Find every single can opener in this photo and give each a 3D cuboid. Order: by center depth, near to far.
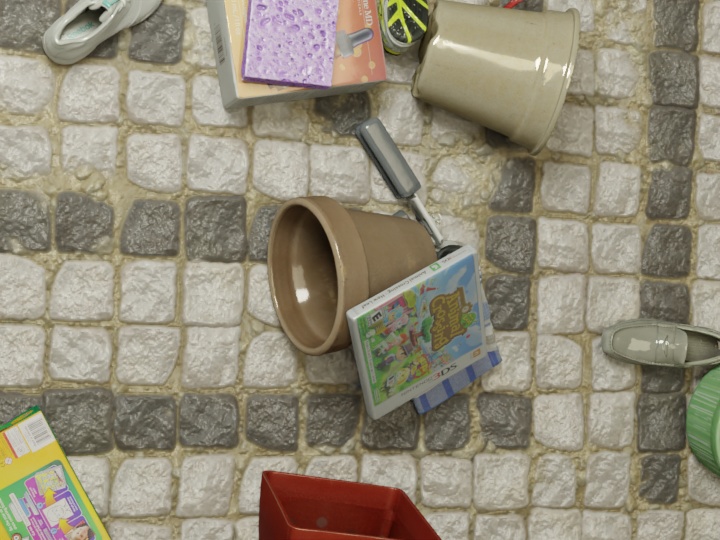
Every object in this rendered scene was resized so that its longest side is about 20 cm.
[{"bbox_3d":[0.050,-0.110,1.684,0.066,0.053,0.200,-30,98,-14],"label":"can opener"}]

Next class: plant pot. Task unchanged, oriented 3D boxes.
[{"bbox_3d":[-0.031,0.381,1.596,0.200,0.200,0.176,10,98,-16],"label":"plant pot"},{"bbox_3d":[0.000,0.000,1.608,0.174,0.200,0.200,-6,92,-30],"label":"plant pot"},{"bbox_3d":[0.170,-0.272,1.662,0.183,0.200,0.201,15,86,-5],"label":"plant pot"}]

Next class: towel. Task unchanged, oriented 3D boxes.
[{"bbox_3d":[0.116,0.097,1.659,0.147,0.024,0.200,-32,138,-13],"label":"towel"}]

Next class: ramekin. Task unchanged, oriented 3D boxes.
[{"bbox_3d":[0.568,0.219,1.806,0.200,0.098,0.200,-3,99,-20],"label":"ramekin"}]

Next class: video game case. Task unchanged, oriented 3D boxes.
[{"bbox_3d":[0.076,0.081,1.578,0.182,0.022,0.200,-29,138,-17],"label":"video game case"}]

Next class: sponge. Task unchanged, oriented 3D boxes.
[{"bbox_3d":[-0.082,-0.327,1.545,0.111,0.030,0.200,6,88,-16],"label":"sponge"}]

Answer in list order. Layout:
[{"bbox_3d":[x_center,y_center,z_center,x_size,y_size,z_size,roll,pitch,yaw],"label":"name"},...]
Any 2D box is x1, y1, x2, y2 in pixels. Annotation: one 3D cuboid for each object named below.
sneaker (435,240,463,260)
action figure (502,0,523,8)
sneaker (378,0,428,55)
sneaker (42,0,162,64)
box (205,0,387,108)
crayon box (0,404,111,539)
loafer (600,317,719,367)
[{"bbox_3d":[0.098,0.050,1.678,0.066,0.090,0.200,29,82,-17],"label":"sneaker"},{"bbox_3d":[0.244,-0.425,1.745,0.200,0.052,0.065,-41,106,-18],"label":"action figure"},{"bbox_3d":[0.053,-0.381,1.679,0.075,0.076,0.200,16,67,-14],"label":"sneaker"},{"bbox_3d":[-0.306,-0.331,1.558,0.200,0.088,0.075,-46,101,-12],"label":"sneaker"},{"bbox_3d":[-0.083,-0.300,1.616,0.200,0.106,0.152,-10,93,-16],"label":"box"},{"bbox_3d":[-0.402,0.283,1.545,0.119,0.058,0.200,-28,98,-15],"label":"crayon box"},{"bbox_3d":[0.441,0.104,1.793,0.200,0.070,0.070,1,90,-17],"label":"loafer"}]
